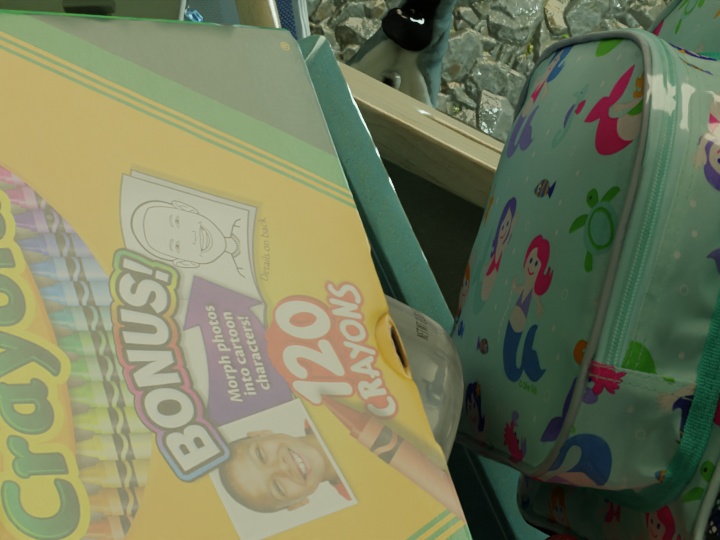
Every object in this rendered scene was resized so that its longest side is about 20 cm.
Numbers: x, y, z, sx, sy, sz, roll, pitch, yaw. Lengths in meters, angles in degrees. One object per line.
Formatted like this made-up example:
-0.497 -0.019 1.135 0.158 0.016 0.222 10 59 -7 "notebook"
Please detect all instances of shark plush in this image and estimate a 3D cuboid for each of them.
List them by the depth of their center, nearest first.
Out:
-0.002 -0.074 0.981 0.091 0.200 0.083 16 44 4 "shark plush"

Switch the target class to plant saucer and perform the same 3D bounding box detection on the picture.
-0.003 0.024 0.786 0.200 0.070 0.019 65 26 -14 "plant saucer"

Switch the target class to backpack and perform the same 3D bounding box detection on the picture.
0.116 -0.001 0.705 0.150 0.201 0.178 24 -1 -15 "backpack"

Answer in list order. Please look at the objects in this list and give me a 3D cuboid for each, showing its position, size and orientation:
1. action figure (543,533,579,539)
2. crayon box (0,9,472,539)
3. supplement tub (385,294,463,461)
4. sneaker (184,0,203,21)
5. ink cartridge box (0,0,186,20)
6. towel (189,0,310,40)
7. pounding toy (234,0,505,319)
0.043 0.149 0.595 0.065 0.099 0.200 28 31 -16 "action figure"
-0.051 0.034 0.554 0.118 0.058 0.200 0 56 -31 "crayon box"
-0.082 0.031 0.664 0.200 0.123 0.123 25 9 -11 "supplement tub"
-0.114 -0.055 0.990 0.075 0.087 0.200 44 -28 3 "sneaker"
-0.126 -0.086 0.700 0.146 0.200 0.083 2 50 -11 "ink cartridge box"
-0.124 -0.139 1.061 0.199 0.147 0.024 -7 28 6 "towel"
0.000 0.000 0.877 0.200 0.185 0.142 26 9 -7 "pounding toy"
